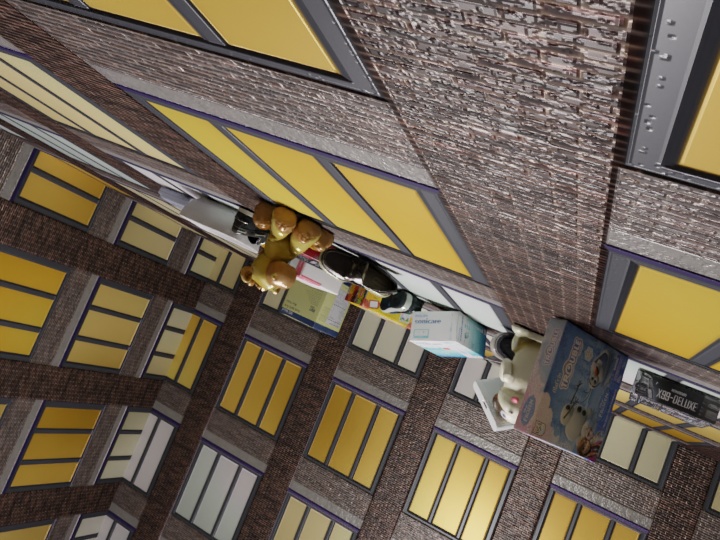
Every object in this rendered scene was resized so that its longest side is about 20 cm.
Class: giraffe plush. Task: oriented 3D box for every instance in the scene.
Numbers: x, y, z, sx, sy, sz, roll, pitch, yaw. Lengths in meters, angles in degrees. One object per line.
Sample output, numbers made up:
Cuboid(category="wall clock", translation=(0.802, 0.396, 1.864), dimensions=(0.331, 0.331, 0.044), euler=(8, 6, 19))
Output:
Cuboid(category="giraffe plush", translation=(-0.171, -0.033, 1.325), dimensions=(0.170, 0.165, 0.199), euler=(26, 173, -26))

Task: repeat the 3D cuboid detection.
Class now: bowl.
Cuboid(category="bowl", translation=(-0.367, -0.129, 1.730), dimensions=(0.196, 0.076, 0.200), euler=(22, 174, 13))

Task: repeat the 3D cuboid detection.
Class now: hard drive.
Cuboid(category="hard drive", translation=(0.382, 0.311, 1.535), dimensions=(0.195, 0.027, 0.133), euler=(-3, -136, -19))

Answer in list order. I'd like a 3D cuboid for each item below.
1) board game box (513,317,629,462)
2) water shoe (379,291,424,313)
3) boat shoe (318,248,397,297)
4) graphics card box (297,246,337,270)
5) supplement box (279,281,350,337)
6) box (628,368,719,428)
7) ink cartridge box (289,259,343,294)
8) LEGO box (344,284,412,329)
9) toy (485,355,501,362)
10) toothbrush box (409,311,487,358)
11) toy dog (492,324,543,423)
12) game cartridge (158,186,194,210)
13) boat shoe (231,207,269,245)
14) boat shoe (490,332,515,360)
Cuboid(category="board game box", translation=(0.377, 0.214, 1.134), dimensions=(0.197, 0.204, 0.043), euler=(26, 171, -31))
Cuboid(category="water shoe", translation=(0.116, 0.099, 1.828), dimensions=(0.078, 0.073, 0.200), euler=(23, 175, -17))
Cuboid(category="boat shoe", translation=(0.000, 0.000, 1.463), dimensions=(0.197, 0.075, 0.065), euler=(22, 164, -19))
Cuboid(category="graphics card box", translation=(-0.111, -0.042, 1.587), dimensions=(0.123, 0.052, 0.200), euler=(24, 173, -9))
Cuboid(category="supplement box", translation=(-0.151, 0.102, 2.300), dimensions=(0.198, 0.204, 0.133), euler=(18, 172, 43))
Cuboid(category="box", translation=(0.632, 0.264, 1.305), dimensions=(0.155, 0.051, 0.200), euler=(21, 174, 26))
Cuboid(category="ink cartridge box", translation=(-0.151, -0.002, 1.947), dimensions=(0.144, 0.086, 0.199), euler=(27, 172, -29))
Cuboid(category="LEGO box", translation=(0.068, 0.106, 2.054), dimensions=(0.197, 0.079, 0.148), euler=(27, 173, -25))
Cuboid(category="toy", translation=(0.474, 0.256, 1.872), dimensions=(0.196, 0.048, 0.115), euler=(13, -178, 24))
Cuboid(category="toothbrush box", translation=(0.244, 0.178, 1.763), dimensions=(0.144, 0.087, 0.199), euler=(-2, 159, 32))
Cuboid(category="toy dog", translation=(0.370, 0.245, 1.449), dimensions=(0.137, 0.204, 0.194), euler=(22, 174, 13))
Cuboid(category="game cartridge", translation=(-0.506, -0.191, 1.941), dimensions=(0.131, 0.042, 0.200), euler=(26, 175, 18))
Cuboid(category="boat shoe", translation=(-0.260, -0.098, 1.619), dimensions=(0.071, 0.069, 0.200), euler=(19, 174, 24))
Cuboid(category="boat shoe", translation=(0.420, 0.203, 1.582), dimensions=(0.196, 0.076, 0.092), euler=(18, 171, -26))
